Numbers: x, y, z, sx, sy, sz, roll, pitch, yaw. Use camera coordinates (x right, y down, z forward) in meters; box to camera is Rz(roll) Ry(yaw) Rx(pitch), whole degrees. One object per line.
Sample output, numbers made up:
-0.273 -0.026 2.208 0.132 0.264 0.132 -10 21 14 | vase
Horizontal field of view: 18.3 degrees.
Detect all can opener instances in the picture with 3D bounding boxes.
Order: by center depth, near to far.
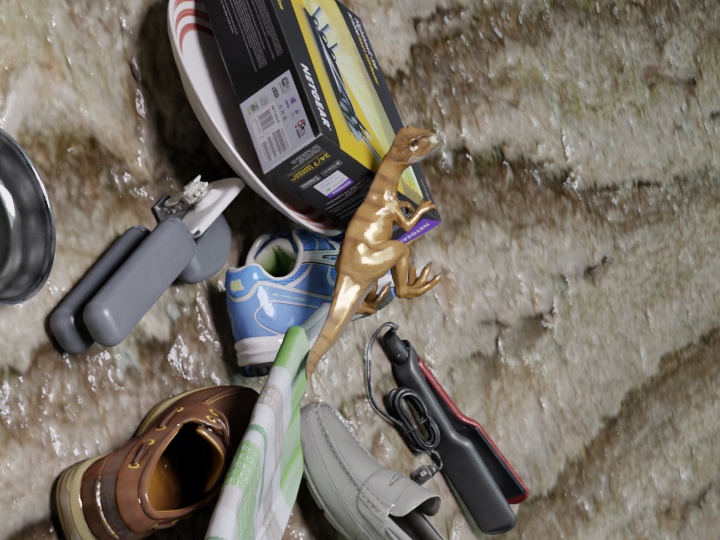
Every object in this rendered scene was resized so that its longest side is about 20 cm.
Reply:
-0.126 -0.002 1.421 0.067 0.053 0.200 65 32 -16 | can opener

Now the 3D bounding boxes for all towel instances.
-0.064 0.153 1.401 0.149 0.031 0.200 97 10 -45 | towel

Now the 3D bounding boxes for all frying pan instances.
-0.232 -0.069 1.301 0.115 0.031 0.191 -15 86 -59 | frying pan

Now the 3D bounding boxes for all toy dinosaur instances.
0.000 0.000 1.474 0.106 0.060 0.201 47 58 -53 | toy dinosaur

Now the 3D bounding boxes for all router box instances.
-0.031 -0.124 1.558 0.157 0.052 0.200 33 30 -51 | router box

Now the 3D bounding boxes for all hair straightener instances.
0.061 0.123 1.676 0.200 0.041 0.077 59 34 -24 | hair straightener

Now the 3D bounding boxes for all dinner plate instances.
-0.075 -0.105 1.535 0.200 0.024 0.200 48 21 -25 | dinner plate

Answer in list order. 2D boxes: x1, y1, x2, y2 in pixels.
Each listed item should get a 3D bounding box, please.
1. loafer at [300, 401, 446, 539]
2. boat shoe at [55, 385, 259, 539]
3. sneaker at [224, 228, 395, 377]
0.024 0.167 1.521 0.200 0.070 0.070 55 21 15 | loafer
-0.106 0.120 1.384 0.200 0.067 0.072 -31 103 -58 | boat shoe
-0.029 0.001 1.551 0.200 0.076 0.077 -43 118 -57 | sneaker
